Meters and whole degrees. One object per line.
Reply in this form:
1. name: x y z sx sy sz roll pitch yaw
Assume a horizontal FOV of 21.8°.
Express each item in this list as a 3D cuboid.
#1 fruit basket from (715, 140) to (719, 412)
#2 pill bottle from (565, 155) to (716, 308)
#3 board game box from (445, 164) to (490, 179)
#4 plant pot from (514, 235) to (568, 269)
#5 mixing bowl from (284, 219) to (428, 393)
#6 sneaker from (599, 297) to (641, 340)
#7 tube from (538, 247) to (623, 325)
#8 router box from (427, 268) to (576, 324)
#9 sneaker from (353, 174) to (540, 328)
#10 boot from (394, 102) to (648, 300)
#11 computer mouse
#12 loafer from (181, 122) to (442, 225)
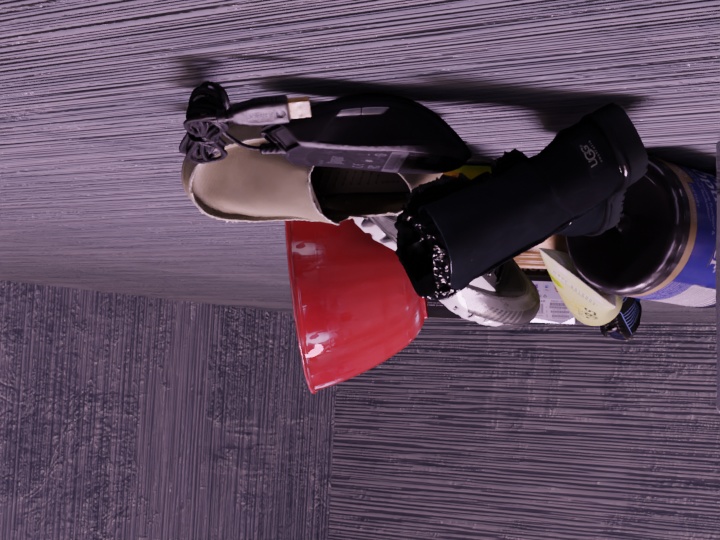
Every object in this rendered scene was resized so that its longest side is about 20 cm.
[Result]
1. fruit basket: 0.342 0.010 1.375 0.183 0.202 0.094 4 175 -14
2. pill bottle: 0.262 -0.028 1.518 0.111 0.113 0.199 -1 175 40
3. board game box: 0.111 -0.057 1.666 0.100 0.048 0.200 2 175 8
4. plant pot: 0.151 -0.021 1.625 0.198 0.028 0.200 3 175 0
5. mixing bowl: 0.000 0.000 1.596 0.107 0.202 0.200 -6 175 4
6. sneaker: 0.387 0.064 2.832 0.069 0.079 0.200 1 176 23
7. tube: 0.188 0.015 1.566 0.057 0.052 0.200 -4 174 10
8. router box: 0.116 -0.010 1.794 0.198 0.053 0.158 2 -154 10
9. sneaker: 0.080 -0.022 1.500 0.200 0.067 0.090 38 149 -19
10. boot: 0.100 -0.039 1.295 0.167 0.077 0.200 -27 173 -8
11. computer mouse: -0.023 -0.102 1.225 0.198 0.047 0.140 2 170 -1
12. loafer: -0.038 -0.071 1.337 0.198 0.076 0.068 -7 -151 15
